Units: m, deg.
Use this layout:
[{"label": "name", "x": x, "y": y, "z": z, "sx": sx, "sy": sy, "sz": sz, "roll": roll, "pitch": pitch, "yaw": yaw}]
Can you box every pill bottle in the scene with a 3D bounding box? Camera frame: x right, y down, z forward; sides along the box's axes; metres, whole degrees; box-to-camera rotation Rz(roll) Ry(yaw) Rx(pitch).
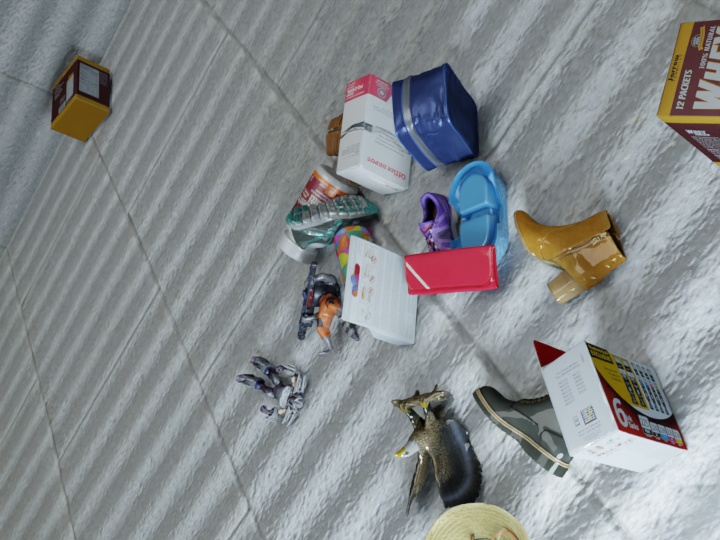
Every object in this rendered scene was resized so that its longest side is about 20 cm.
[{"label": "pill bottle", "x": -0.097, "y": -0.122, "z": 1.912, "sx": 0.202, "sy": 0.108, "sz": 0.110, "roll": -58, "pitch": 42, "yaw": 14}]

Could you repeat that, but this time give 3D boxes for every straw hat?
[{"label": "straw hat", "x": 0.198, "y": 0.469, "z": 1.364, "sx": 0.197, "sy": 0.085, "sz": 0.206, "roll": -14, "pitch": 65, "yaw": 31}]

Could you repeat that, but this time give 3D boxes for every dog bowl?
[{"label": "dog bowl", "x": 0.220, "y": -0.098, "z": 1.587, "sx": 0.110, "sy": 0.049, "sz": 0.205, "roll": -20, "pitch": 60, "yaw": 43}]

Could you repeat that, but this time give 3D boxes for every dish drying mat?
[{"label": "dish drying mat", "x": 0.160, "y": 0.002, "z": 1.562, "sx": 0.197, "sy": 0.018, "sz": 0.079, "roll": -6, "pitch": 88, "yaw": 42}]

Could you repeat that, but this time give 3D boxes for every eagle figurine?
[{"label": "eagle figurine", "x": 0.120, "y": 0.314, "z": 1.507, "sx": 0.152, "sy": 0.148, "sz": 0.205, "roll": 151, "pitch": 100, "yaw": -87}]

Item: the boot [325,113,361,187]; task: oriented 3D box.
[{"label": "boot", "x": -0.027, "y": -0.268, "z": 1.922, "sx": 0.153, "sy": 0.073, "sz": 0.204, "roll": -5, "pitch": 60, "yaw": 46}]

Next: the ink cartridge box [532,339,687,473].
[{"label": "ink cartridge box", "x": 0.348, "y": 0.175, "z": 1.215, "sx": 0.083, "sy": 0.198, "sz": 0.179, "roll": -36, "pitch": 52, "yaw": 31}]

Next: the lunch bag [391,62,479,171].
[{"label": "lunch bag", "x": 0.139, "y": -0.283, "z": 1.646, "sx": 0.129, "sy": 0.200, "sz": 0.139, "roll": -11, "pitch": 63, "yaw": 25}]

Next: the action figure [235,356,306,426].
[{"label": "action figure", "x": -0.187, "y": 0.260, "z": 1.900, "sx": 0.198, "sy": 0.069, "sz": 0.132, "roll": 25, "pitch": 85, "yaw": 46}]

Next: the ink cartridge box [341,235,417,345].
[{"label": "ink cartridge box", "x": 0.030, "y": 0.041, "z": 1.633, "sx": 0.047, "sy": 0.198, "sz": 0.164, "roll": -10, "pitch": 67, "yaw": 44}]

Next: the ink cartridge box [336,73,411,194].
[{"label": "ink cartridge box", "x": 0.035, "y": -0.277, "z": 1.793, "sx": 0.083, "sy": 0.143, "sz": 0.205, "roll": -10, "pitch": 68, "yaw": 47}]

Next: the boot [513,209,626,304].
[{"label": "boot", "x": 0.346, "y": -0.058, "z": 1.423, "sx": 0.143, "sy": 0.070, "sz": 0.204, "roll": -40, "pitch": 52, "yaw": 23}]

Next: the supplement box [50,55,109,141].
[{"label": "supplement box", "x": -1.008, "y": -0.618, "z": 3.117, "sx": 0.196, "sy": 0.131, "sz": 0.204, "roll": -33, "pitch": 52, "yaw": 36}]

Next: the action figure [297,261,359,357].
[{"label": "action figure", "x": -0.074, "y": 0.091, "z": 1.843, "sx": 0.196, "sy": 0.102, "sz": 0.203, "roll": -108, "pitch": 25, "yaw": -44}]

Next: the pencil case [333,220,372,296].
[{"label": "pencil case", "x": 0.000, "y": 0.000, "z": 1.776, "sx": 0.088, "sy": 0.087, "sz": 0.204, "roll": -36, "pitch": 51, "yaw": 34}]

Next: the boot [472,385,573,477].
[{"label": "boot", "x": 0.286, "y": 0.211, "z": 1.383, "sx": 0.199, "sy": 0.077, "sz": 0.140, "roll": 39, "pitch": 101, "yaw": 35}]

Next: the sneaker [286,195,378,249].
[{"label": "sneaker", "x": -0.058, "y": -0.099, "z": 1.839, "sx": 0.078, "sy": 0.195, "sz": 0.093, "roll": -102, "pitch": 3, "yaw": -52}]

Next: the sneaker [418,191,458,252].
[{"label": "sneaker", "x": 0.143, "y": -0.054, "z": 1.631, "sx": 0.080, "sy": 0.082, "sz": 0.204, "roll": -31, "pitch": 57, "yaw": 38}]

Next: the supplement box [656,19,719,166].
[{"label": "supplement box", "x": 0.541, "y": -0.231, "z": 1.155, "sx": 0.195, "sy": 0.197, "sz": 0.136, "roll": 13, "pitch": 85, "yaw": 50}]
